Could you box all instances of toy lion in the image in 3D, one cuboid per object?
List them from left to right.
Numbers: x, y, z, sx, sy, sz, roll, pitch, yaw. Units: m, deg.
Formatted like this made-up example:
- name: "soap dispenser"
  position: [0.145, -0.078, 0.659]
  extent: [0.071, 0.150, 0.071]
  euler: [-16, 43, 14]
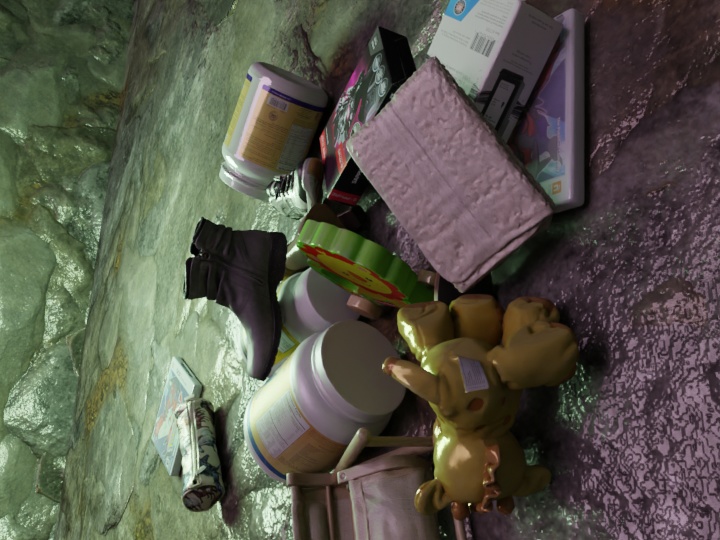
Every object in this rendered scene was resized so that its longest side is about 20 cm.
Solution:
- name: "toy lion"
  position: [0.000, 0.000, 0.790]
  extent: [0.199, 0.190, 0.070]
  euler: [10, 71, 59]

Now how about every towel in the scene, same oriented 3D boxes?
- name: "towel"
  position: [0.087, -0.092, 0.674]
  extent: [0.132, 0.034, 0.201]
  euler: [-40, 81, 26]

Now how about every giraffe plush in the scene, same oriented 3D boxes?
- name: "giraffe plush"
  position: [0.109, 0.131, 0.618]
  extent: [0.169, 0.200, 0.166]
  euler: [1, 110, 19]

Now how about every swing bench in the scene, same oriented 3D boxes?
- name: "swing bench"
  position: [0.016, 0.297, 0.734]
  extent: [0.200, 0.127, 0.203]
  euler: [-45, 44, 48]

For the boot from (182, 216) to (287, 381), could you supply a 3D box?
- name: "boot"
  position: [-0.170, 0.039, 0.890]
  extent: [0.070, 0.129, 0.205]
  euler: [167, 107, -64]

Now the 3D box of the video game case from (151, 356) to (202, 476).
- name: "video game case"
  position: [-0.405, 0.313, 1.495]
  extent: [0.181, 0.023, 0.204]
  euler: [24, 100, 58]

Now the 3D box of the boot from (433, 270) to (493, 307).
- name: "boot"
  position: [0.097, 0.058, 0.738]
  extent: [0.075, 0.072, 0.205]
  euler: [166, 107, -66]

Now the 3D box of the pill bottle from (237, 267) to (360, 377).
- name: "pill bottle"
  position: [-0.087, 0.072, 0.986]
  extent: [0.199, 0.113, 0.117]
  euler: [-36, 50, 46]

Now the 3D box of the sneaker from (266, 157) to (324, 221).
- name: "sneaker"
  position: [-0.100, -0.115, 1.027]
  extent: [0.200, 0.086, 0.077]
  euler: [113, 168, -76]

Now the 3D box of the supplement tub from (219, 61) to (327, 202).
- name: "supplement tub"
  position: [-0.153, -0.234, 1.171]
  extent: [0.146, 0.143, 0.203]
  euler: [49, 120, 52]

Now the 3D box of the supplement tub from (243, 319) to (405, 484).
- name: "supplement tub"
  position: [-0.046, 0.167, 0.858]
  extent: [0.200, 0.142, 0.147]
  euler: [-46, 43, 39]

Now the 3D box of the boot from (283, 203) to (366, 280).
- name: "boot"
  position: [-0.075, -0.031, 0.963]
  extent: [0.145, 0.199, 0.071]
  euler: [-33, 87, 28]

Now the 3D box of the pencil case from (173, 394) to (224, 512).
- name: "pencil case"
  position: [-0.299, 0.333, 1.263]
  extent: [0.091, 0.076, 0.202]
  euler: [98, 159, -44]

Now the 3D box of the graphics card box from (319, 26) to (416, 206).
- name: "graphics card box"
  position: [0.008, -0.201, 0.911]
  extent: [0.201, 0.050, 0.127]
  euler: [-53, 34, 42]

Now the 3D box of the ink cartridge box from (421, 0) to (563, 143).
- name: "ink cartridge box"
  position: [0.113, -0.187, 0.728]
  extent: [0.116, 0.067, 0.203]
  euler: [50, 122, 50]

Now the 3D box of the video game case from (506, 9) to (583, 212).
- name: "video game case"
  position: [0.162, -0.149, 0.737]
  extent: [0.181, 0.023, 0.205]
  euler: [-15, 66, 55]
